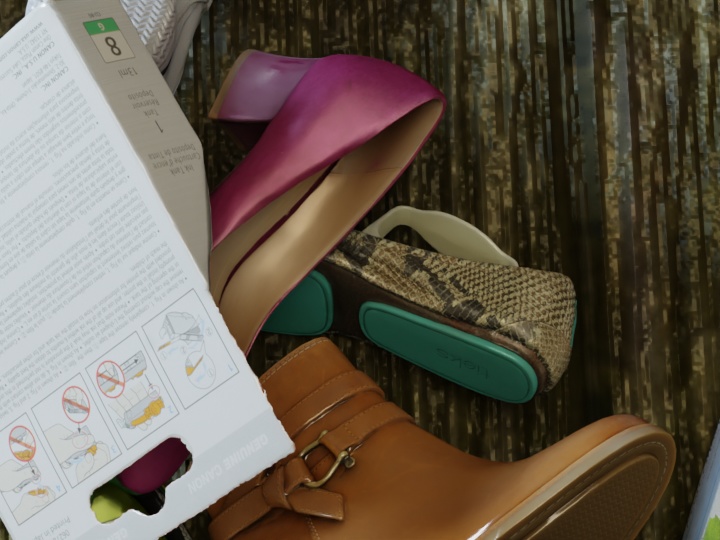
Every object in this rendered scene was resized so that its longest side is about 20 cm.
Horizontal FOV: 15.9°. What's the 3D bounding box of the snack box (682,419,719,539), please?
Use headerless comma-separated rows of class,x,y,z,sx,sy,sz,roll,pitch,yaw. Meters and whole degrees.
snack box,0.247,0.116,1.118,0.200,0.068,0.169,21,77,1

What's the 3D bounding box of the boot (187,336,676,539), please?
boot,0.020,0.083,1.068,0.200,0.074,0.155,-37,51,9

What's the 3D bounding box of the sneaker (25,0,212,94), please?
sneaker,-0.105,-0.113,1.150,0.075,0.115,0.200,20,43,1

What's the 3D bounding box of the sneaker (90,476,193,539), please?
sneaker,-0.086,0.169,1.079,0.078,0.085,0.200,-25,81,-8

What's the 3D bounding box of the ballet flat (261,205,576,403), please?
ballet flat,0.000,0.000,1.134,0.200,0.068,0.075,15,56,9

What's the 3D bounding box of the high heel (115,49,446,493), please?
high heel,-0.037,0.002,1.052,0.096,0.067,0.200,12,80,32

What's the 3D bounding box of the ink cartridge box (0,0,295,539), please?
ink cartridge box,-0.113,0.012,1.035,0.050,0.161,0.200,-23,80,-53
